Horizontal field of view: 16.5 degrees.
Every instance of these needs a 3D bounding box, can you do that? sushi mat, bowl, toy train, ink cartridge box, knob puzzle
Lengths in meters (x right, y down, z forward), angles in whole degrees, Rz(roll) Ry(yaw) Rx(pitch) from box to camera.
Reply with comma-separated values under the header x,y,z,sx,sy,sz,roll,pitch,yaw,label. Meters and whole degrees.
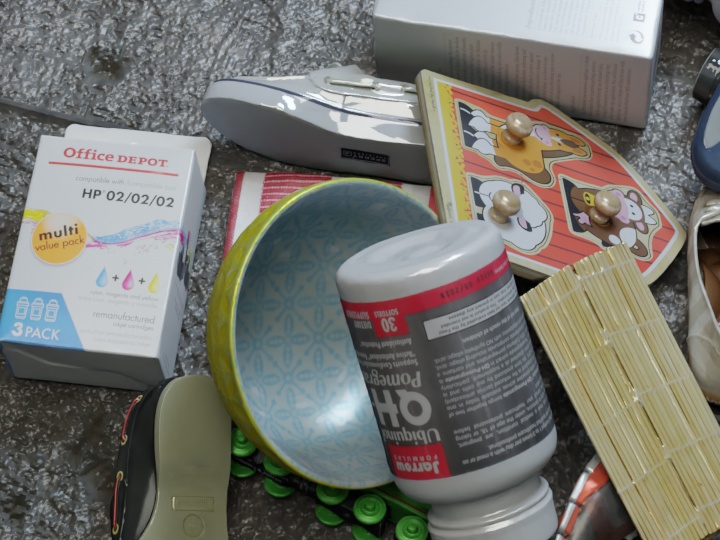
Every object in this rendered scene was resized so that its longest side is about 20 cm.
x,y,z,sx,sy,sz,roll,pitch,yaw,label
0.181,0.086,1.611,0.095,0.012,0.201,-24,84,-27,sushi mat
-0.030,0.039,1.637,0.107,0.200,0.201,2,54,55,bowl
-0.002,0.145,1.661,0.199,0.042,0.057,26,59,15,toy train
-0.175,-0.024,1.734,0.114,0.068,0.201,6,65,6,ink cartridge box
0.140,-0.056,1.694,0.218,0.031,0.221,21,38,-17,knob puzzle

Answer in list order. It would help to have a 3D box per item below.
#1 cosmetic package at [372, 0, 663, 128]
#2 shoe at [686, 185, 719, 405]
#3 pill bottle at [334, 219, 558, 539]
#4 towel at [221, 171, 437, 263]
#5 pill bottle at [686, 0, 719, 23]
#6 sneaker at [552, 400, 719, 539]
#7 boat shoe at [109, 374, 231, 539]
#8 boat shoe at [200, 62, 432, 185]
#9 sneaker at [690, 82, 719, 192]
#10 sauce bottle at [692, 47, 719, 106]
x,y,z,sx,sy,sz,roll,pitch,yaw,label
0.112,-0.168,1.764,0.198,0.102,0.072,9,65,7,cosmetic package
0.256,-0.001,1.684,0.069,0.054,0.201,5,51,5,shoe
0.061,0.079,1.569,0.110,0.111,0.201,-18,102,-5,pill bottle
0.000,0.000,1.737,0.198,0.023,0.145,5,65,7,towel
0.317,-0.211,1.763,0.199,0.114,0.114,21,68,14,pill bottle
0.181,0.154,1.626,0.081,0.077,0.201,27,70,8,sneaker
-0.129,0.171,1.647,0.073,0.063,0.203,13,76,-29,boat shoe
-0.011,-0.115,1.765,0.198,0.072,0.066,9,61,7,boat shoe
0.292,-0.136,1.668,0.070,0.082,0.200,41,98,8,sneaker
0.327,-0.095,1.734,0.199,0.065,0.065,30,70,14,sauce bottle
